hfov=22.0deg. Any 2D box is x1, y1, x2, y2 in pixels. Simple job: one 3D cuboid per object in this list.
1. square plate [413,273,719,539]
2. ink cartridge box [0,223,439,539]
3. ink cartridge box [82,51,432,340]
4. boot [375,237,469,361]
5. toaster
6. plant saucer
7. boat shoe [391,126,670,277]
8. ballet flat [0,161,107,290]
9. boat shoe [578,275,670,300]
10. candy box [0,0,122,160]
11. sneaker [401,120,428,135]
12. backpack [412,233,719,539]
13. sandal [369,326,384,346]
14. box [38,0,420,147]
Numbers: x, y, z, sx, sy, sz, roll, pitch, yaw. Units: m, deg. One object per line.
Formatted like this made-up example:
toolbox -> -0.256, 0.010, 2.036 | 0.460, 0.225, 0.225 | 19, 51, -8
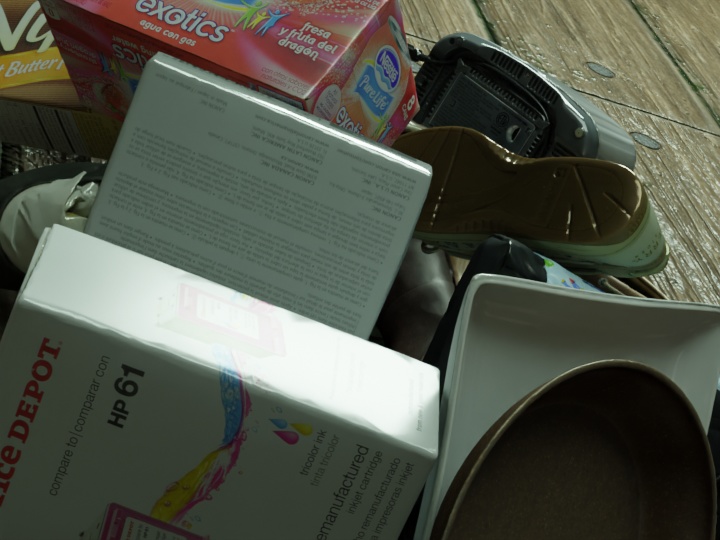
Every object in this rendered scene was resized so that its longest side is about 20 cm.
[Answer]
square plate -> 0.096, 0.106, 0.914 | 0.197, 0.202, 0.028 | 7, 7, -43
ink cartridge box -> -0.081, 0.086, 0.853 | 0.199, 0.145, 0.085 | 21, 25, -6
ink cartridge box -> -0.070, 0.009, 0.970 | 0.161, 0.201, 0.050 | 22, 10, -3
boot -> 0.000, 0.000, 1.135 | 0.165, 0.073, 0.201 | 19, 57, 13
toaster -> 0.118, -0.103, 1.432 | 0.200, 0.114, 0.129 | 38, 13, 28
plant saucer -> 0.093, 0.137, 0.874 | 0.199, 0.202, 0.037 | 0, 11, -41
boat shoe -> 0.083, -0.032, 1.063 | 0.199, 0.074, 0.063 | 17, -22, 41
ballet flat -> -0.135, -0.029, 1.016 | 0.198, 0.069, 0.068 | -8, 2, 0
boat shoe -> 0.139, -0.018, 1.288 | 0.200, 0.074, 0.076 | 45, 25, 6
candy box -> -0.161, -0.132, 1.189 | 0.198, 0.055, 0.116 | 10, 57, 19
sneaker -> 0.070, -0.048, 1.226 | 0.199, 0.071, 0.076 | 22, 4, 8
backpack -> 0.126, 0.086, 1.031 | 0.199, 0.164, 0.154 | 23, 8, -5
sandal -> 0.015, -0.007, 1.224 | 0.079, 0.058, 0.201 | 31, 31, 16
box -> -0.075, -0.127, 1.070 | 0.199, 0.103, 0.095 | 24, 60, 28
